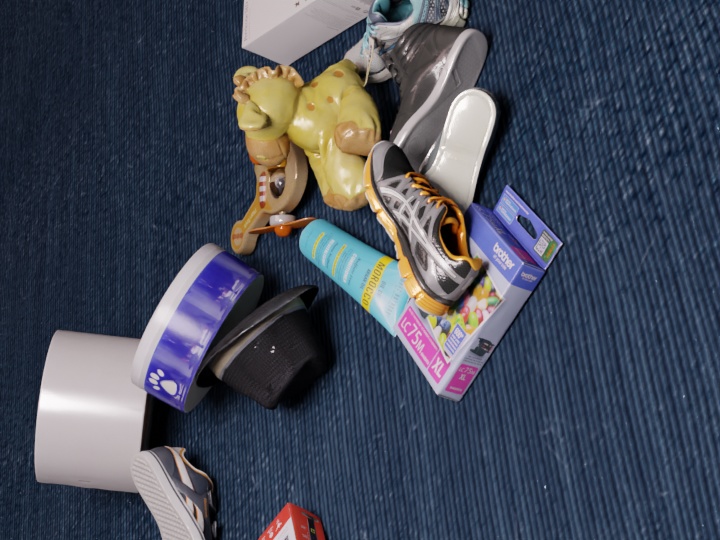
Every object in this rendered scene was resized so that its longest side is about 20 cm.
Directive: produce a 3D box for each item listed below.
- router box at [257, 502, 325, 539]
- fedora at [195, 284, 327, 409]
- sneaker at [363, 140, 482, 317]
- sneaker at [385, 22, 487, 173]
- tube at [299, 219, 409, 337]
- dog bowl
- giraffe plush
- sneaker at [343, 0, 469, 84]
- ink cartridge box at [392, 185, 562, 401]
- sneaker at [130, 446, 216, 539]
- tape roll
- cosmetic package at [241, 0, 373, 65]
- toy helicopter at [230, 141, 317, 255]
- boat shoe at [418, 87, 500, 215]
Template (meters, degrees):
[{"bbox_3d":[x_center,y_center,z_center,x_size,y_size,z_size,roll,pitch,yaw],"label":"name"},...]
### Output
[{"bbox_3d":[-0.105,0.388,1.430,0.201,0.049,0.180,-52,26,16],"label":"router box"},{"bbox_3d":[-0.101,0.106,1.535,0.092,0.200,0.201,52,123,11],"label":"fedora"},{"bbox_3d":[0.067,-0.054,1.349,0.077,0.078,0.202,-38,63,31],"label":"sneaker"},{"bbox_3d":[0.061,-0.191,1.478,0.099,0.070,0.202,30,94,43],"label":"sneaker"},{"bbox_3d":[0.000,0.000,1.515,0.199,0.050,0.078,35,111,48],"label":"tube"},{"bbox_3d":[-0.201,0.072,1.626,0.202,0.078,0.200,-60,-6,-10],"label":"dog bowl"},{"bbox_3d":[-0.070,-0.173,1.519,0.172,0.160,0.203,-150,62,-75],"label":"giraffe plush"},{"bbox_3d":[0.035,-0.294,1.552,0.199,0.086,0.079,-28,54,44],"label":"sneaker"},{"bbox_3d":[0.117,0.019,1.351,0.201,0.042,0.120,-57,39,18],"label":"ink cartridge box"},{"bbox_3d":[-0.213,0.311,1.645,0.078,0.079,0.202,-39,71,42],"label":"sneaker"},{"bbox_3d":[-0.351,0.187,1.749,0.203,0.137,0.206,-173,90,-85],"label":"tape roll"},{"bbox_3d":[-0.067,-0.362,1.721,0.199,0.084,0.109,-22,61,46],"label":"cosmetic package"},{"bbox_3d":[-0.117,-0.082,1.697,0.200,0.078,0.134,-52,48,42],"label":"toy helicopter"},{"bbox_3d":[0.099,-0.105,1.426,0.202,0.072,0.062,-67,-8,18],"label":"boat shoe"}]
